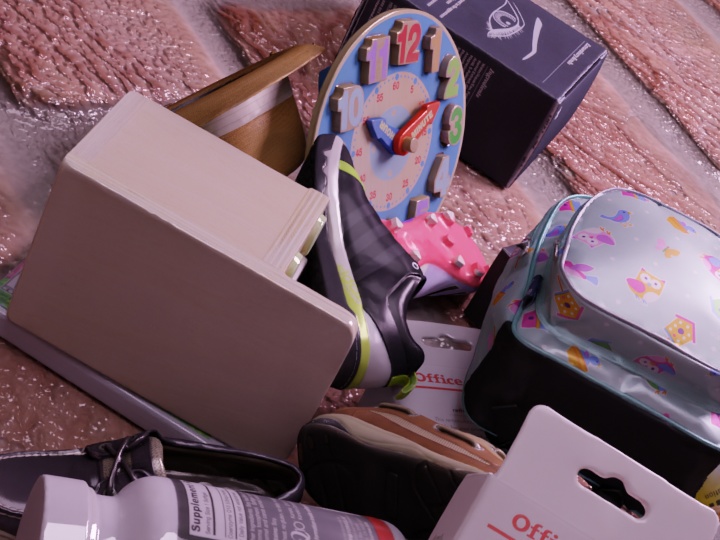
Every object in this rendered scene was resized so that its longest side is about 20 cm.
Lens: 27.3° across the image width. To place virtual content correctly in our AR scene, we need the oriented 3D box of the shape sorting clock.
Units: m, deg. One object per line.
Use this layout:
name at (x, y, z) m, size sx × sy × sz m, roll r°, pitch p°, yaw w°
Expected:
shape sorting clock at (0.024, -0.096, 1.115) m, size 0.039 × 0.201 × 0.200 m, roll 13°, pitch 24°, yaw 35°

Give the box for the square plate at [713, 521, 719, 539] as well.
square plate at (0.161, 0.257, 0.771) m, size 0.199 × 0.029 × 0.199 m, roll -23°, pitch 61°, yaw -11°

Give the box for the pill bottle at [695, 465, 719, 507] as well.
pill bottle at (0.263, 0.205, 0.971) m, size 0.111 × 0.112 × 0.201 m, roll 11°, pitch 39°, yaw -23°

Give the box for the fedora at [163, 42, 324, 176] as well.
fedora at (-0.097, -0.096, 1.087) m, size 0.201 × 0.200 × 0.082 m, roll -41°, pitch 108°, yaw -52°

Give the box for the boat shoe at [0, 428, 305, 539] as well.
boat shoe at (-0.126, 0.123, 0.849) m, size 0.199 × 0.065 × 0.072 m, roll 10°, pitch 41°, yaw -23°

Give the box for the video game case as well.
video game case at (-0.127, 0.034, 0.995) m, size 0.199 × 0.022 × 0.182 m, roll 32°, pitch 36°, yaw 4°

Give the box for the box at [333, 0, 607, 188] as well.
box at (0.102, -0.191, 1.349) m, size 0.200 × 0.105 × 0.148 m, roll 36°, pitch 36°, yaw 9°

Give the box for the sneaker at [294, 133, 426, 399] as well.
sneaker at (0.000, 0.000, 0.983) m, size 0.082 × 0.072 × 0.201 m, roll 8°, pitch 54°, yaw -21°

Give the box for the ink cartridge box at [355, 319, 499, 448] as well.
ink cartridge box at (0.066, 0.128, 0.970) m, size 0.115 × 0.068 × 0.201 m, roll 9°, pitch 41°, yaw -26°

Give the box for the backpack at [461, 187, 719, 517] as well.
backpack at (0.171, 0.037, 0.972) m, size 0.175 × 0.154 × 0.200 m, roll 25°, pitch 31°, yaw -2°

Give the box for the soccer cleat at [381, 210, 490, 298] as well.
soccer cleat at (0.033, -0.002, 1.111) m, size 0.200 × 0.076 × 0.067 m, roll 0°, pitch 60°, yaw -62°

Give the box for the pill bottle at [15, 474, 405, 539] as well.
pill bottle at (-0.080, 0.173, 0.778) m, size 0.199 × 0.116 × 0.116 m, roll 14°, pitch 38°, yaw -19°

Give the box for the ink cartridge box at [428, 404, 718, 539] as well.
ink cartridge box at (0.077, 0.179, 0.725) m, size 0.116 × 0.067 × 0.201 m, roll 32°, pitch 79°, yaw -2°

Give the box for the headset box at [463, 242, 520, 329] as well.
headset box at (0.189, 0.042, 1.150) m, size 0.199 × 0.075 × 0.149 m, roll -15°, pitch 54°, yaw -44°

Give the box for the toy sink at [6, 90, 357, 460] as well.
toy sink at (-0.096, 0.003, 0.924) m, size 0.199 × 0.131 × 0.112 m, roll 29°, pitch 35°, yaw 0°

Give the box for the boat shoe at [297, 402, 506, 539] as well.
boat shoe at (0.056, 0.123, 0.845) m, size 0.199 × 0.076 × 0.074 m, roll 24°, pitch 32°, yaw 32°

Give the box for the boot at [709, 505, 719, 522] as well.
boot at (0.202, 0.218, 0.856) m, size 0.200 × 0.071 × 0.145 m, roll -10°, pitch 58°, yaw -15°
